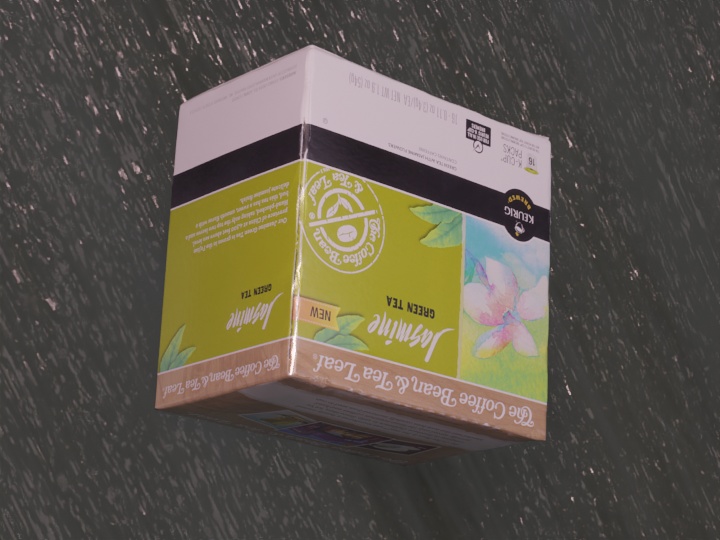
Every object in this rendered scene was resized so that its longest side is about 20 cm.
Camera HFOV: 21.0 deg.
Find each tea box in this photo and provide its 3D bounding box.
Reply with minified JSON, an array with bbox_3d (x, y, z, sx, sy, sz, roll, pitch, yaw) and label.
[{"bbox_3d":[0.000,0.000,1.158,0.200,0.133,0.197,16,69,-38],"label":"tea box"}]
